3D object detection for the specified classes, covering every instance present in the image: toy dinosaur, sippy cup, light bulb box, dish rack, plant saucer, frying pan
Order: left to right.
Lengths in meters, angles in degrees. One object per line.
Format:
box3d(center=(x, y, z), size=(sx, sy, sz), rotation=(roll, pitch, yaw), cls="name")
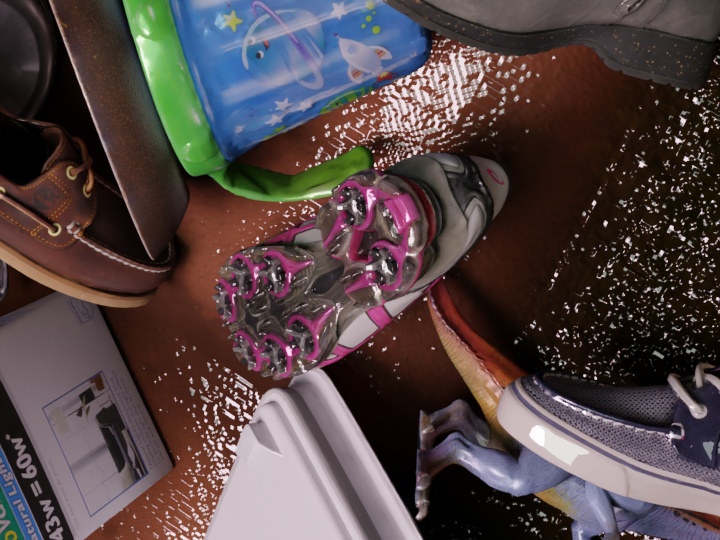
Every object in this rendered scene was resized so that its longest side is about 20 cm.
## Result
box3d(center=(-0.245, 0.120, 0.980), size=(0.197, 0.200, 0.126), rotation=(-23, 95, 27), cls="light bulb box")
box3d(center=(-0.217, -0.074, 0.956), size=(0.031, 0.114, 0.192), rotation=(25, 106, 49), cls="frying pan")
box3d(center=(-0.123, -0.104, 0.882), size=(0.032, 0.200, 0.202), rotation=(-19, 98, -4), cls="plant saucer")
box3d(center=(-0.038, -0.127, 0.852), size=(0.129, 0.178, 0.141), rotation=(-15, 66, 2), cls="sippy cup")
box3d(center=(-0.040, 0.170, 0.931), size=(0.172, 0.043, 0.201), rotation=(57, 137, 41), cls="dish rack")
box3d(center=(0.117, 0.103, 0.884), size=(0.180, 0.105, 0.202), rotation=(3, 95, 2), cls="toy dinosaur")

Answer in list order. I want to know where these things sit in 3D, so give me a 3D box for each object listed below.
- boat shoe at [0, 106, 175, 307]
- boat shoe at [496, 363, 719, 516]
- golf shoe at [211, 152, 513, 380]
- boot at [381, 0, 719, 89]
box3d(center=(-0.173, -0.044, 0.926), size=(0.199, 0.071, 0.070), rotation=(25, 119, -34), cls="boat shoe")
box3d(center=(0.169, 0.062, 0.836), size=(0.199, 0.075, 0.093), rotation=(18, 108, -10), cls="boat shoe")
box3d(center=(0.000, 0.000, 0.906), size=(0.200, 0.092, 0.073), rotation=(-30, 83, 51), cls="golf shoe")
box3d(center=(0.095, -0.160, 0.778), size=(0.068, 0.199, 0.131), rotation=(53, 130, 51), cls="boot")
